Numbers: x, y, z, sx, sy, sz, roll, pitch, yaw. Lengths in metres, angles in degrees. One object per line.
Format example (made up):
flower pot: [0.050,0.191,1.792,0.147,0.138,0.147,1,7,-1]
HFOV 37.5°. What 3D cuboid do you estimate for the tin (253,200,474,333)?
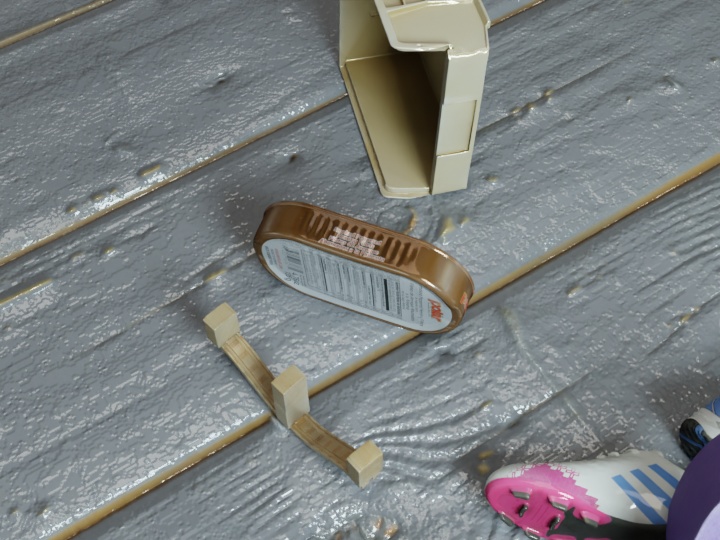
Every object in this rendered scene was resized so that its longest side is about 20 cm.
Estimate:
tin: [0.000,0.000,0.922,0.198,0.112,0.042,18,68,13]

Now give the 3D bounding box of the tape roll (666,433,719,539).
tape roll: [0.316,0.201,0.729,0.198,0.202,0.085,9,14,7]

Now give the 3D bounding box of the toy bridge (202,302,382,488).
toy bridge: [-0.058,0.106,0.877,0.027,0.067,0.200,-38,62,-22]

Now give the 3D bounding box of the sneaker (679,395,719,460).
sneaker: [0.350,0.165,0.827,0.077,0.076,0.200,-40,66,-18]

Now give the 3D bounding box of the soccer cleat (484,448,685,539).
soccer cleat: [0.197,0.175,0.835,0.198,0.070,0.087,13,48,3]

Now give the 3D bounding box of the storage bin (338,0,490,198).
storage bin: [0.046,-0.203,1.001,0.093,0.201,0.200,-11,57,-9]
